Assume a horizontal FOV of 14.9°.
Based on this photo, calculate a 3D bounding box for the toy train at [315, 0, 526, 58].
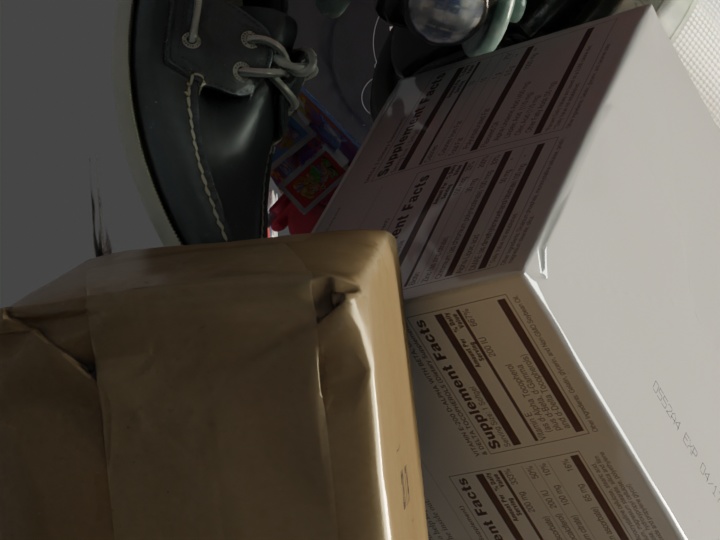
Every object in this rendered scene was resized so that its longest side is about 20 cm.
[{"bbox_3d":[0.029,-0.159,1.026,0.200,0.085,0.114,-101,-150,-60],"label":"toy train"}]

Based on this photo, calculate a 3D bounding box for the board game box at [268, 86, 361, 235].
[{"bbox_3d":[0.000,0.000,1.227,0.200,0.039,0.158,46,-14,10],"label":"board game box"}]

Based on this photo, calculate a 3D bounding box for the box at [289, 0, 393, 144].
[{"bbox_3d":[0.008,-0.131,1.428,0.200,0.124,0.149,-170,-110,-88],"label":"box"}]

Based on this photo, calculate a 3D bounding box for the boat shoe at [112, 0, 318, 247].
[{"bbox_3d":[-0.050,-0.084,1.008,0.073,0.062,0.201,45,33,-55],"label":"boat shoe"}]

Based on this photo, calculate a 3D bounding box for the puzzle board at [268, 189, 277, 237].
[{"bbox_3d":[-0.059,-0.072,1.341,0.200,0.017,0.151,-67,152,-84],"label":"puzzle board"}]

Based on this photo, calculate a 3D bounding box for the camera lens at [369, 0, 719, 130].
[{"bbox_3d":[0.114,-0.051,1.103,0.200,0.160,0.160,44,24,-26],"label":"camera lens"}]

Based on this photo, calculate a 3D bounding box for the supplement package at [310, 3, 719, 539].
[{"bbox_3d":[0.079,0.040,0.961,0.200,0.111,0.156,58,37,-26],"label":"supplement package"}]

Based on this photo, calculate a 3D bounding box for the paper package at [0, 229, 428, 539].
[{"bbox_3d":[-0.034,0.088,0.772,0.200,0.103,0.191,-68,153,-84],"label":"paper package"}]
